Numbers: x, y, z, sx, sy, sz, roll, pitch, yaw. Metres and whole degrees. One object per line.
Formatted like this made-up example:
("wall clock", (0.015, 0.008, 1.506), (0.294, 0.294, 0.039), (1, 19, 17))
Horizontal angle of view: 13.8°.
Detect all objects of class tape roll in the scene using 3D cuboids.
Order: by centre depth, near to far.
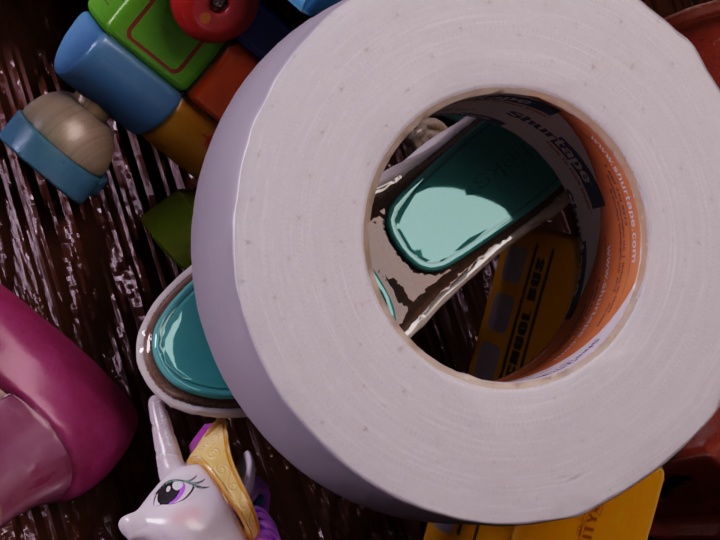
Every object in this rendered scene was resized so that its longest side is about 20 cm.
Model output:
("tape roll", (0.043, -0.009, 1.064), (0.199, 0.066, 0.202), (1, 86, -15))

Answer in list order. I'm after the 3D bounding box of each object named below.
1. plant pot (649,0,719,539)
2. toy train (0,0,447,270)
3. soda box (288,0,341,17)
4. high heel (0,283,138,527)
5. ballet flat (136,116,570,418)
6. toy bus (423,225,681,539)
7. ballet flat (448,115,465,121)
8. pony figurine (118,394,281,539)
("plant pot", (0.193, 0.016, 1.257), (0.200, 0.201, 0.196), (22, 63, -25))
("toy train", (-0.037, -0.040, 1.172), (0.200, 0.116, 0.085), (38, 6, -24))
("soda box", (-0.013, -0.138, 1.168), (0.068, 0.064, 0.200), (41, 5, 5))
("high heel", (-0.163, 0.001, 1.090), (0.096, 0.067, 0.201), (-32, 92, -52))
("ballet flat", (0.000, 0.000, 1.125), (0.199, 0.069, 0.070), (-33, 87, -20))
("toy bus", (0.072, 0.087, 1.160), (0.065, 0.078, 0.201), (13, 93, -30))
("ballet flat", (0.092, -0.069, 1.216), (0.070, 0.200, 0.066), (13, 102, -36))
("pony figurine", (-0.057, 0.154, 1.029), (0.193, 0.167, 0.200), (43, 54, 10))
